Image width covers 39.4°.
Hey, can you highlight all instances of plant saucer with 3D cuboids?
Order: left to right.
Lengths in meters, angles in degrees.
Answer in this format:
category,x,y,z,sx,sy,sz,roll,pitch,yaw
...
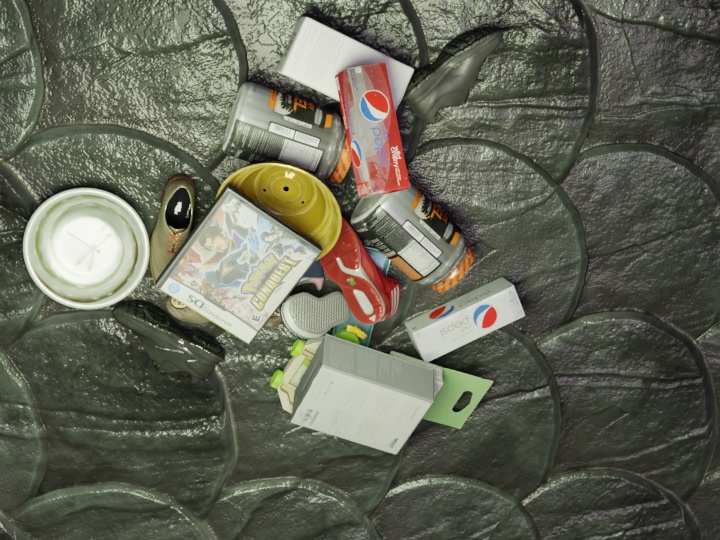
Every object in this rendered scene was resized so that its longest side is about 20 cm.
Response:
category,x,y,z,sx,sy,sz,roll,pitch,yaw
plant saucer,-0.446,-0.039,1.643,0.199,0.050,0.201,-3,104,-10
plant saucer,-0.002,0.056,1.762,0.070,0.019,0.201,12,100,-12

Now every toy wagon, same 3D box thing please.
category,x,y,z,sx,sy,sz,roll,pitch,yaw
toy wagon,-0.056,0.175,1.757,0.155,0.040,0.200,30,104,-16

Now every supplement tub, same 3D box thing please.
category,x,y,z,sx,sy,sz,roll,pitch,yaw
supplement tub,-0.112,-0.217,1.622,0.199,0.123,0.123,17,100,-14
supplement tub,0.091,-0.061,1.696,0.200,0.123,0.123,41,94,-17

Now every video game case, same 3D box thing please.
category,x,y,z,sx,sy,sz,roll,pitch,yaw
video game case,-0.190,-0.006,1.564,0.180,0.026,0.200,34,106,-19

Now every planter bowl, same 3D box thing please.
category,x,y,z,sx,sy,sz,roll,pitch,yaw
planter bowl,-0.123,-0.108,1.581,0.199,0.084,0.201,4,131,5

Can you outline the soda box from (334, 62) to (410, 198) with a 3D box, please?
category,x,y,z,sx,sy,sz,roll,pitch,yaw
soda box,0.018,-0.218,1.575,0.070,0.063,0.201,-12,93,-21

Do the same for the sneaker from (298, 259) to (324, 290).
category,x,y,z,sx,sy,sz,roll,pitch,yaw
sneaker,-0.156,0.018,1.698,0.199,0.070,0.082,-13,104,-5

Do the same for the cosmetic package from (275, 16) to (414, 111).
category,x,y,z,sx,sy,sz,roll,pitch,yaw
cosmetic package,-0.025,-0.326,1.638,0.199,0.074,0.102,24,98,-17

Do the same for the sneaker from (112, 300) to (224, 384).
category,x,y,z,sx,sy,sz,roll,pitch,yaw
sneaker,-0.332,0.125,1.687,0.200,0.076,0.091,32,106,-12

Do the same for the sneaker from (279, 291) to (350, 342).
category,x,y,z,sx,sy,sz,roll,pitch,yaw
sneaker,-0.092,0.080,1.666,0.079,0.200,0.079,-21,82,24

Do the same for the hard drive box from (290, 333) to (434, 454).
category,x,y,z,sx,sy,sz,roll,pitch,yaw
hard drive box,0.003,0.211,1.688,0.199,0.077,0.156,20,129,-13

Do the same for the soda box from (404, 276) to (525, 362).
category,x,y,z,sx,sy,sz,roll,pitch,yaw
soda box,0.184,0.086,1.776,0.199,0.068,0.064,-24,107,-4

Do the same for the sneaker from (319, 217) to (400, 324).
category,x,y,z,sx,sy,sz,roll,pitch,yaw
sneaker,0.000,0.000,1.712,0.078,0.115,0.201,-26,77,22

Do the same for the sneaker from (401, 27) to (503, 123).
category,x,y,z,sx,sy,sz,roll,pitch,yaw
sneaker,0.160,-0.327,1.679,0.200,0.076,0.091,-37,117,7

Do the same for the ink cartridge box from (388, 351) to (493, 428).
category,x,y,z,sx,sy,sz,roll,pitch,yaw
ink cartridge box,0.116,0.228,1.778,0.199,0.048,0.146,19,129,-12

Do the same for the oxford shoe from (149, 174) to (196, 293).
category,x,y,z,sx,sy,sz,roll,pitch,yaw
oxford shoe,-0.311,-0.054,1.650,0.070,0.075,0.201,5,103,-11

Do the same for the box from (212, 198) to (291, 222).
category,x,y,z,sx,sy,sz,roll,pitch,yaw
box,-0.213,-0.040,1.640,0.119,0.041,0.201,31,76,1

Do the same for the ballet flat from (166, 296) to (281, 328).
category,x,y,z,sx,sy,sz,roll,pitch,yaw
ballet flat,-0.226,0.059,1.681,0.199,0.068,0.046,8,143,1
